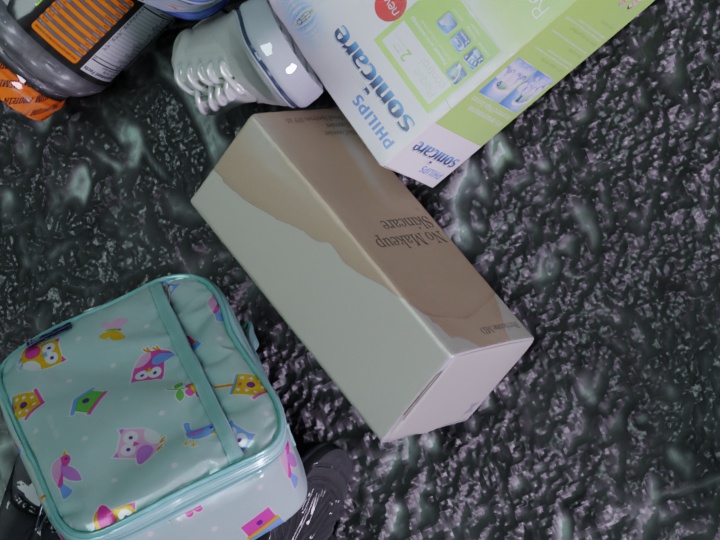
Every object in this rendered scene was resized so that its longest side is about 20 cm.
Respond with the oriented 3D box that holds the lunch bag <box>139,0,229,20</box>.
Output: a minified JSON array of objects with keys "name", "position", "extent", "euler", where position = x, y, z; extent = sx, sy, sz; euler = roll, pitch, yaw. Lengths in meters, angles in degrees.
[{"name":"lunch bag","position":[-0.111,-0.262,1.401],"extent":[0.160,0.076,0.200],"euler":[26,85,-1]}]

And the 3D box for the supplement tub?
[{"name":"supplement tub","position":[-0.167,-0.197,1.514],"extent":[0.200,0.122,0.123],"euler":[-42,69,13]}]

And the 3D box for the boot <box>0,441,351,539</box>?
[{"name":"boot","position":[-0.122,0.142,1.485],"extent":[0.200,0.066,0.165],"euler":[28,85,33]}]

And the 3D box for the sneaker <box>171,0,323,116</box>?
[{"name":"sneaker","position":[-0.073,-0.120,1.431],"extent":[0.071,0.200,0.073],"euler":[-34,100,-4]}]

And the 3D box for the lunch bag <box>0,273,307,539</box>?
[{"name":"lunch bag","position":[-0.124,0.091,1.425],"extent":[0.160,0.077,0.200],"euler":[-27,42,-5]}]

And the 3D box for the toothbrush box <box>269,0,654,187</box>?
[{"name":"toothbrush box","position":[0.063,-0.172,1.430],"extent":[0.200,0.086,0.146],"euler":[-40,69,15]}]

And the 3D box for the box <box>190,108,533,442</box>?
[{"name":"box","position":[0.000,0.000,1.421],"extent":[0.200,0.095,0.078],"euler":[50,121,20]}]
